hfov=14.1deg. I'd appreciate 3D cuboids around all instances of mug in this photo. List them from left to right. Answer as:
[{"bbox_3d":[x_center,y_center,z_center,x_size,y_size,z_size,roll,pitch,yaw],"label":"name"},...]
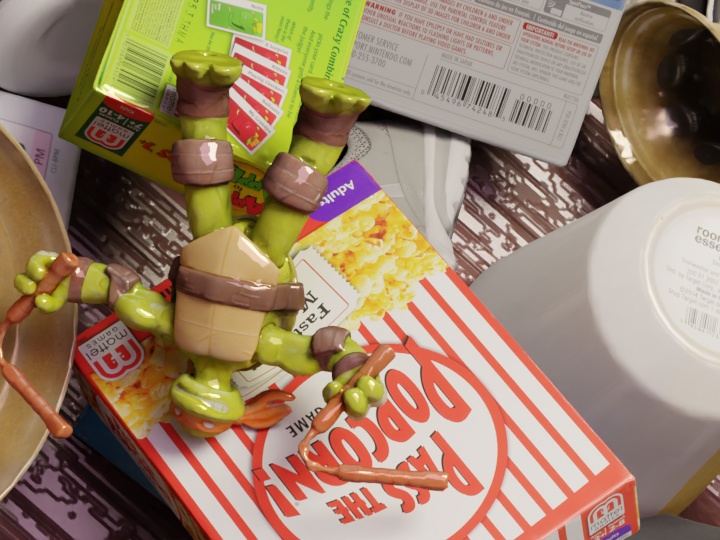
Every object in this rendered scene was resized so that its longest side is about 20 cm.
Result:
[{"bbox_3d":[0.148,0.024,1.347,0.186,0.153,0.150,-24,79,-28],"label":"mug"}]

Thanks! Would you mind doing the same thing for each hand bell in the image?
[{"bbox_3d":[0.222,-0.103,1.409,0.199,0.104,0.104,-20,78,-34],"label":"hand bell"}]

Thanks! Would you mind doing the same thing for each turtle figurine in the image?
[{"bbox_3d":[-0.041,0.002,1.153,0.199,0.064,0.162,16,100,20],"label":"turtle figurine"}]

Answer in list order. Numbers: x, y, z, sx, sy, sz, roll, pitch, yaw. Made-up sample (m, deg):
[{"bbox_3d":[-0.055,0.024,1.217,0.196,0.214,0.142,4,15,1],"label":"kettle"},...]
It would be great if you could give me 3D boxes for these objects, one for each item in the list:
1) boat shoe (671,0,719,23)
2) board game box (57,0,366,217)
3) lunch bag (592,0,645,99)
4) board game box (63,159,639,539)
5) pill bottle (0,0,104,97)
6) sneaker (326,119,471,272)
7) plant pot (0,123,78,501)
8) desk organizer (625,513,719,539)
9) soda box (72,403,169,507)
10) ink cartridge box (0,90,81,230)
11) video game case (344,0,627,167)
[{"bbox_3d":[0.198,-0.064,1.454,0.074,0.060,0.201,5,69,-25],"label":"boat shoe"},{"bbox_3d":[-0.050,-0.126,1.243,0.101,0.048,0.201,25,58,-16],"label":"board game box"},{"bbox_3d":[0.061,-0.183,1.411,0.163,0.118,0.201,7,95,-15],"label":"lunch bag"},{"bbox_3d":[-0.005,0.068,1.193,0.151,0.046,0.200,-33,59,-13],"label":"board game box"},{"bbox_3d":[-0.154,-0.188,1.328,0.112,0.112,0.201,-14,66,-26],"label":"pill bottle"},{"bbox_3d":[0.000,0.000,1.329,0.082,0.075,0.200,12,34,-2],"label":"sneaker"},{"bbox_3d":[-0.206,0.018,1.158,0.199,0.027,0.201,-1,91,-33],"label":"plant pot"},{"bbox_3d":[0.100,0.162,1.266,0.200,0.072,0.077,-5,102,-48],"label":"desk organizer"},{"bbox_3d":[-0.026,0.099,1.295,0.200,0.068,0.064,37,62,-4],"label":"soda box"},{"bbox_3d":[-0.230,-0.016,1.273,0.199,0.057,0.163,17,64,-20],"label":"ink cartridge box"},{"bbox_3d":[0.032,-0.163,1.342,0.199,0.022,0.183,18,105,-6],"label":"video game case"}]
